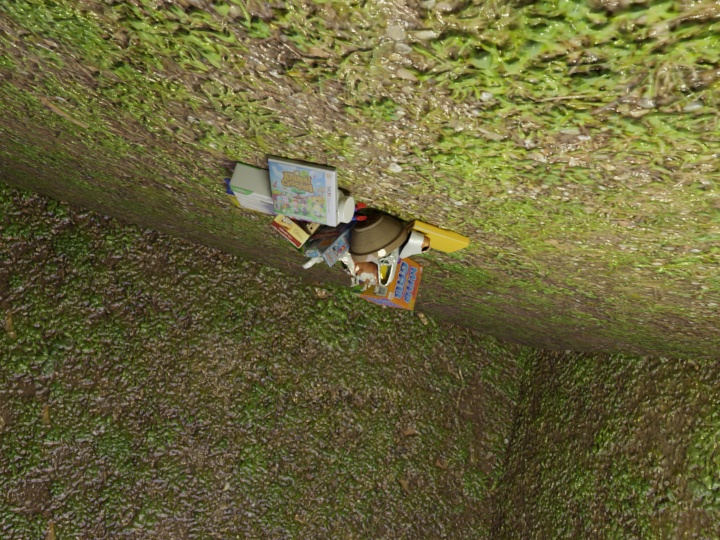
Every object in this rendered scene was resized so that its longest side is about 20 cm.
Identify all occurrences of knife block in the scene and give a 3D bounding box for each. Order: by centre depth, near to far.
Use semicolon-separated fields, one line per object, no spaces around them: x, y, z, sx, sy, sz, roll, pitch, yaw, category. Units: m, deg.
-0.163;-0.162;1.772;0.200;0.064;0.175;37;176;42;knife block

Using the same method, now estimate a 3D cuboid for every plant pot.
0.043;-0.121;1.618;0.200;0.201;0.093;5;130;48;plant pot

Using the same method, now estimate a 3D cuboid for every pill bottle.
-0.123;-0.198;1.531;0.198;0.113;0.112;12;170;21;pill bottle

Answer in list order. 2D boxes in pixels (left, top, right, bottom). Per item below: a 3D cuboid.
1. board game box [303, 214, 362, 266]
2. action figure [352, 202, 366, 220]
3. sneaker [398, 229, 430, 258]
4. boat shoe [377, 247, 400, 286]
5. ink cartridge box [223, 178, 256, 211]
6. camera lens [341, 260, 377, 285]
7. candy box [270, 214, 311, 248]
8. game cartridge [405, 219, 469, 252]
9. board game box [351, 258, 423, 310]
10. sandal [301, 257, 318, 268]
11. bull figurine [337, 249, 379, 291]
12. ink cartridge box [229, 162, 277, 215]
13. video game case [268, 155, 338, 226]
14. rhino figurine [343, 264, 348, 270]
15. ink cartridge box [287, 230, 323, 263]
-0.103;-0.099;1.726;0.199;0.200;0.062;-2;131;39;board game box
-0.073;-0.184;1.646;0.098;0.066;0.199;1;179;-31;action figure
0.180;-0.074;1.677;0.084;0.073;0.200;17;170;-4;sneaker
0.088;-0.039;1.730;0.074;0.204;0.086;13;-156;12;boat shoe
-0.375;-0.254;1.825;0.196;0.047;0.200;15;172;8;ink cartridge box
0.032;-0.036;2.036;0.159;0.161;0.199;7;167;42;camera lens
-0.221;-0.133;1.637;0.115;0.055;0.200;41;-179;-7;candy box
0.243;-0.111;1.685;0.198;0.033;0.176;15;170;-11;game cartridge
0.119;0.040;2.204;0.199;0.202;0.199;6;167;42;board game box
-0.132;-0.070;1.827;0.082;0.203;0.050;5;134;56;sandal
0.000;0.000;1.746;0.065;0.123;0.199;-7;163;42;bull figurine
-0.318;-0.253;1.616;0.144;0.085;0.200;16;170;0;ink cartridge box
-0.159;-0.220;1.428;0.198;0.022;0.183;14;133;14;video game case
0.000;-0.076;1.808;0.087;0.200;0.060;30;-160;-28;rhino figurine
-0.202;-0.130;1.903;0.075;0.149;0.200;-30;152;15;ink cartridge box
